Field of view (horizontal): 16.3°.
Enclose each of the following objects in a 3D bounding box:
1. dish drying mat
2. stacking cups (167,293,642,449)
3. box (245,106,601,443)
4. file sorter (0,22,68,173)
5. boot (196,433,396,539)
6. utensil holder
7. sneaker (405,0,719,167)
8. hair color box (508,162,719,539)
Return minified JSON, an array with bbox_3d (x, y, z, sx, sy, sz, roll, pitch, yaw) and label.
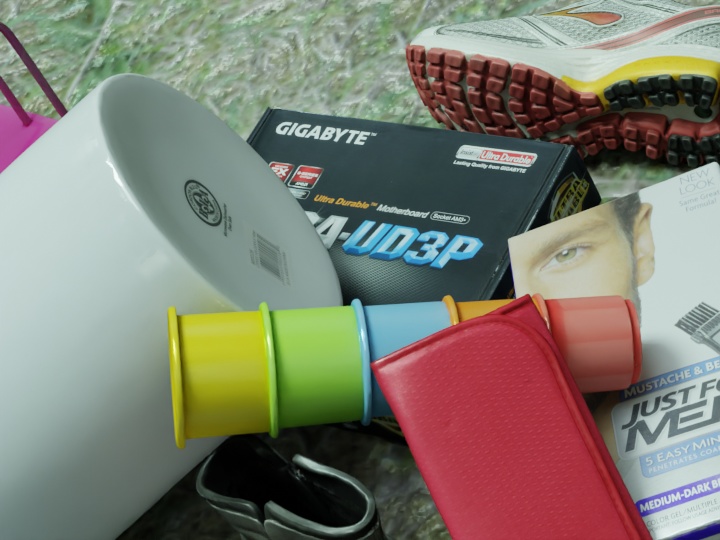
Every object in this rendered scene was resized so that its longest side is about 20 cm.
[{"bbox_3d":[0.080,0.112,1.012,0.076,0.018,0.201,-23,80,-14],"label":"dish drying mat"},{"bbox_3d":[0.019,0.042,1.059,0.198,0.061,0.061,-2,45,-5],"label":"stacking cups"},{"bbox_3d":[0.000,0.000,1.253,0.199,0.046,0.160,10,58,38],"label":"box"},{"bbox_3d":[-0.279,-0.080,1.437,0.199,0.126,0.139,16,60,40],"label":"file sorter"},{"bbox_3d":[0.021,0.139,1.048,0.199,0.131,0.068,15,60,40],"label":"boot"},{"bbox_3d":[-0.131,0.031,1.169,0.200,0.170,0.171,-42,38,21],"label":"utensil holder"},{"bbox_3d":[0.118,-0.101,1.266,0.198,0.078,0.082,5,49,23],"label":"sneaker"},{"bbox_3d":[0.133,0.056,1.111,0.109,0.065,0.201,-20,42,15],"label":"hair color box"}]
